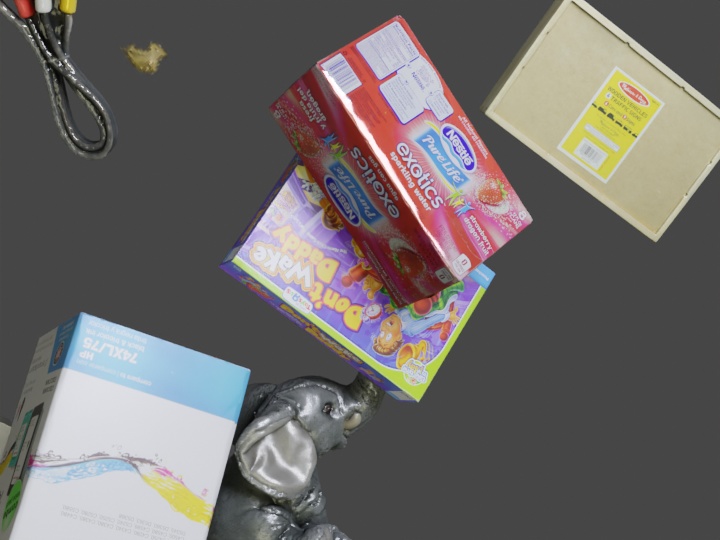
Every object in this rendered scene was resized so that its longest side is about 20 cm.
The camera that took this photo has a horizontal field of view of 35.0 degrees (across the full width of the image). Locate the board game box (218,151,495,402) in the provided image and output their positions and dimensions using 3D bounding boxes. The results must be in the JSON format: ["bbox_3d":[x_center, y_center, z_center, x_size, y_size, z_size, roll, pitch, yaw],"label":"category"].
[{"bbox_3d":[0.000,0.000,0.971,0.199,0.045,0.135,37,73,-14],"label":"board game box"}]

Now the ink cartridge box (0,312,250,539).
[{"bbox_3d":[-0.199,0.159,0.897,0.145,0.146,0.202,21,69,-23],"label":"ink cartridge box"}]

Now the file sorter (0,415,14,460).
[{"bbox_3d":[-0.408,0.174,0.969,0.199,0.125,0.139,28,101,-12],"label":"file sorter"}]

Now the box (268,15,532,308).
[{"bbox_3d":[0.032,-0.085,0.915,0.099,0.095,0.201,-36,95,-32],"label":"box"}]

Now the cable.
[{"bbox_3d":[-0.253,-0.185,0.913,0.096,0.050,0.202,-5,106,2],"label":"cable"}]

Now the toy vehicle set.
[{"bbox_3d":[0.217,-0.131,0.991,0.199,0.027,0.125,35,100,-13],"label":"toy vehicle set"}]

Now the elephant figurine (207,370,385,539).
[{"bbox_3d":[-0.064,0.154,1.008,0.141,0.155,0.202,9,96,37],"label":"elephant figurine"}]
